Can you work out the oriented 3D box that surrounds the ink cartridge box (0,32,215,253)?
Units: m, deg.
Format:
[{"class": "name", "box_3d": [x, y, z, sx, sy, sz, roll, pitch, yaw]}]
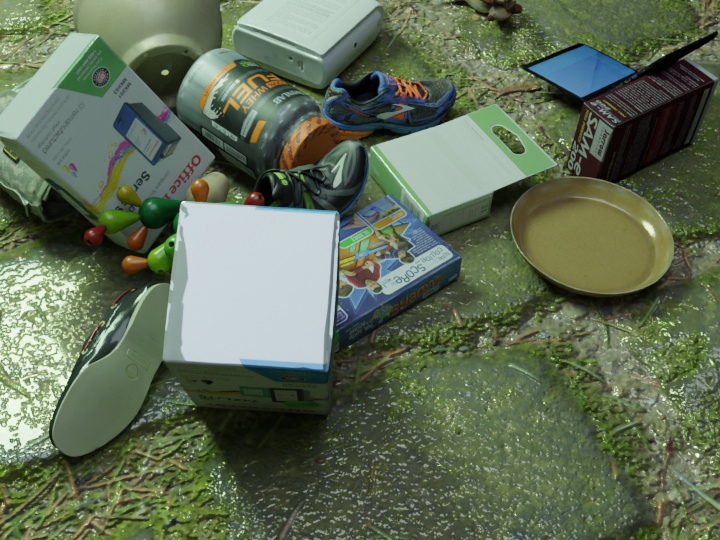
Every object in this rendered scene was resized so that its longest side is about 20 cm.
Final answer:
[{"class": "ink cartridge box", "box_3d": [-0.282, -0.140, 1.075, 0.087, 0.200, 0.146, 18, 67, 48]}]

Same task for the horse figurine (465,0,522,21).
[{"class": "horse figurine", "box_3d": [0.184, -0.430, 1.509, 0.131, 0.051, 0.199, -14, 38, -40]}]

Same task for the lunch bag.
[{"class": "lunch bag", "box_3d": [-0.362, -0.159, 1.178, 0.163, 0.119, 0.199, 32, 57, 29]}]

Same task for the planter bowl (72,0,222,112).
[{"class": "planter bowl", "box_3d": [-0.268, -0.294, 1.266, 0.196, 0.202, 0.136, -12, 56, -15]}]

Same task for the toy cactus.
[{"class": "toy cactus", "box_3d": [-0.184, -0.067, 1.039, 0.196, 0.104, 0.166, -7, 27, 15]}]

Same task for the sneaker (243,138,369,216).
[{"class": "sneaker", "box_3d": [-0.072, -0.087, 1.116, 0.198, 0.083, 0.071, -35, 52, -7]}]

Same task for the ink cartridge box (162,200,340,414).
[{"class": "ink cartridge box", "box_3d": [-0.094, 0.044, 0.915, 0.143, 0.200, 0.149, 3, 71, 0]}]

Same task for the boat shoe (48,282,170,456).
[{"class": "boat shoe", "box_3d": [-0.251, 0.099, 0.978, 0.062, 0.074, 0.203, -6, 45, 43]}]

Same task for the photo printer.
[{"class": "photo printer", "box_3d": [-0.069, -0.361, 1.420, 0.164, 0.070, 0.201, 23, 49, 18]}]

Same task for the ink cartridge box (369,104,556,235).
[{"class": "ink cartridge box", "box_3d": [0.128, -0.130, 1.227, 0.197, 0.048, 0.146, -20, 51, -22]}]

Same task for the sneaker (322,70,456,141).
[{"class": "sneaker", "box_3d": [0.040, -0.230, 1.296, 0.196, 0.079, 0.076, -14, 49, -16]}]

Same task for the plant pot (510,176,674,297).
[{"class": "plant pot", "box_3d": [0.277, -0.038, 1.165, 0.195, 0.028, 0.202, 1, 46, -1]}]

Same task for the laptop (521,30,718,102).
[{"class": "laptop", "box_3d": [0.363, -0.307, 1.351, 0.176, 0.199, 0.105, -29, 89, -42]}]

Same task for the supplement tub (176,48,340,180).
[{"class": "supplement tub", "box_3d": [-0.126, -0.185, 1.211, 0.199, 0.124, 0.122, 33, 52, 25]}]

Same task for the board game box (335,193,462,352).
[{"class": "board game box", "box_3d": [0.000, 0.000, 1.103, 0.198, 0.035, 0.135, -28, 54, -26]}]

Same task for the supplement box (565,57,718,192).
[{"class": "supplement box", "box_3d": [0.368, -0.192, 1.261, 0.198, 0.110, 0.061, -25, 53, -27]}]
